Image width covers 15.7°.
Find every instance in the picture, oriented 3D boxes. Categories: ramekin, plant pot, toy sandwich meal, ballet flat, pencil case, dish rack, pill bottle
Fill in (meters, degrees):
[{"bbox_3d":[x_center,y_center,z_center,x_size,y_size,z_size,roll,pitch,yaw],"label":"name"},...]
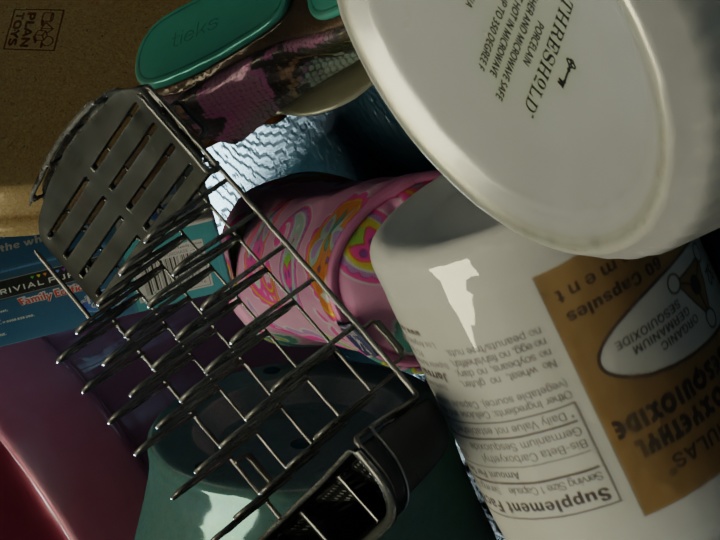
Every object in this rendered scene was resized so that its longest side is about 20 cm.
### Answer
[{"bbox_3d":[0.073,-0.095,0.836,0.202,0.094,0.202,40,150,29],"label":"ramekin"},{"bbox_3d":[-0.109,0.087,1.356,0.200,0.179,0.200,45,155,28],"label":"plant pot"},{"bbox_3d":[-0.129,-0.088,1.144,0.205,0.205,0.070,44,165,29],"label":"toy sandwich meal"},{"bbox_3d":[-0.005,-0.101,1.018,0.071,0.069,0.200,29,142,-32],"label":"ballet flat"},{"bbox_3d":[0.000,0.000,1.108,0.087,0.087,0.200,62,165,-11],"label":"pencil case"},{"bbox_3d":[-0.061,0.030,1.007,0.200,0.055,0.153,50,144,5],"label":"dish rack"},{"bbox_3d":[-0.020,0.150,1.163,0.200,0.200,0.188,27,128,51],"label":"plant pot"},{"bbox_3d":[0.094,0.053,0.980,0.114,0.114,0.200,7,127,62],"label":"pill bottle"}]

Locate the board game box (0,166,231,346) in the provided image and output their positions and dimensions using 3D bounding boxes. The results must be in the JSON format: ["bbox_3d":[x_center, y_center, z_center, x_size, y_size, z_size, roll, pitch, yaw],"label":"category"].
[{"bbox_3d":[-0.152,-0.054,1.197,0.200,0.151,0.047,-108,5,-46],"label":"board game box"}]

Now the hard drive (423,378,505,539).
[{"bbox_3d":[0.081,0.096,1.164,0.140,0.038,0.200,51,158,15],"label":"hard drive"}]
